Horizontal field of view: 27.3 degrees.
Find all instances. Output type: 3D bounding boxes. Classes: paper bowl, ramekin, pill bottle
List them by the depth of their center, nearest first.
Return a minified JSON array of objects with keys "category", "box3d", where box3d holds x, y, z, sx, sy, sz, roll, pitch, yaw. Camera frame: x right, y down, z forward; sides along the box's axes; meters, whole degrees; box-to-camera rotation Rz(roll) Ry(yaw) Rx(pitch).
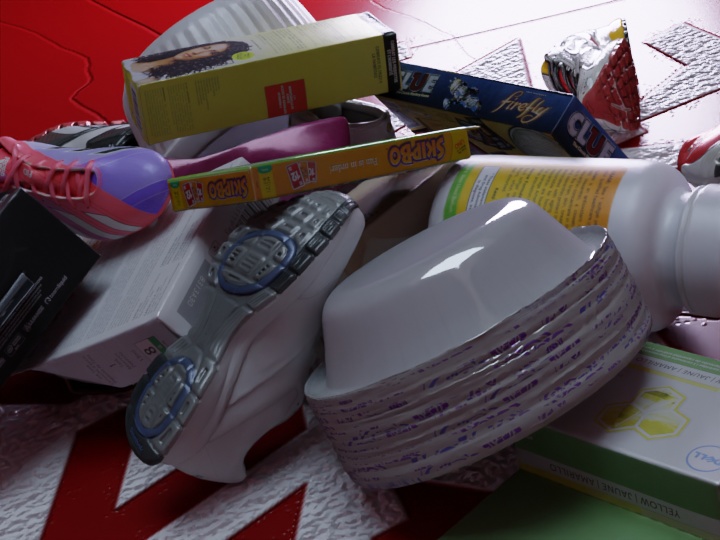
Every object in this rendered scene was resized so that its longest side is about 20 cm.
[{"category":"paper bowl","box3d":[0.059,0.031,0.855,0.200,0.105,0.201,-27,7,4]},{"category":"pill bottle","box3d":[0.154,-0.018,0.971,0.199,0.112,0.111,5,31,33]},{"category":"ramekin","box3d":[-0.107,-0.151,1.259,0.200,0.105,0.200,-33,-8,-5]}]

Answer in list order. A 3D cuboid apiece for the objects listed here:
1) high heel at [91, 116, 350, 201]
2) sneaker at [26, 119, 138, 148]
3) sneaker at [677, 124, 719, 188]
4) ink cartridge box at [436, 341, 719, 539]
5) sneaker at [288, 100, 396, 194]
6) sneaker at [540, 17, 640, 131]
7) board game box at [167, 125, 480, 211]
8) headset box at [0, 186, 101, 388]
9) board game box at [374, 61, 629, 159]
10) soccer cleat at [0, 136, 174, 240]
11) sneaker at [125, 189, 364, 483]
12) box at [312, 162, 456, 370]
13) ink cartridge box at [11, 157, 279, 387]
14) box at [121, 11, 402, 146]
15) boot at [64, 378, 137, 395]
[{"category":"high heel","box3d":[-0.109,-0.087,1.094,0.199,0.097,0.067,13,-7,7]},{"category":"sneaker","box3d":[-0.239,-0.099,1.374,0.199,0.071,0.098,-11,24,3]},{"category":"sneaker","box3d":[0.327,-0.113,1.124,0.199,0.077,0.085,-22,22,-17]},{"category":"ink cartridge box","box3d":[0.136,0.112,0.798,0.200,0.048,0.145,-30,30,-35]},{"category":"sneaker","box3d":[-0.050,-0.092,1.219,0.199,0.116,0.074,0,31,29]},{"category":"sneaker","box3d":[0.201,-0.164,1.298,0.082,0.078,0.200,-12,16,13]},{"category":"board game box","box3d":[-0.018,-0.069,0.974,0.199,0.030,0.095,-17,9,-38]},{"category":"headset box","box3d":[-0.272,0.027,1.010,0.149,0.077,0.200,-56,24,-20]},{"category":"board game box","box3d":[0.117,-0.095,1.124,0.200,0.135,0.035,21,75,49]},{"category":"soccer cleat","box3d":[-0.215,-0.062,1.032,0.199,0.067,0.076,6,-10,39]},{"category":"sneaker","box3d":[-0.060,0.040,0.905,0.200,0.087,0.074,-54,41,1]},{"category":"box","box3d":[0.000,0.000,1.031,0.095,0.078,0.200,-10,21,43]},{"category":"ink cartridge box","box3d":[-0.162,0.016,1.020,0.199,0.050,0.161,-23,31,38]},{"category":"box","box3d":[-0.074,-0.147,1.114,0.199,0.050,0.075,-14,26,-15]},{"category":"boot","box3d":[-0.146,0.016,1.094,0.199,0.077,0.155,-17,28,-14]}]
